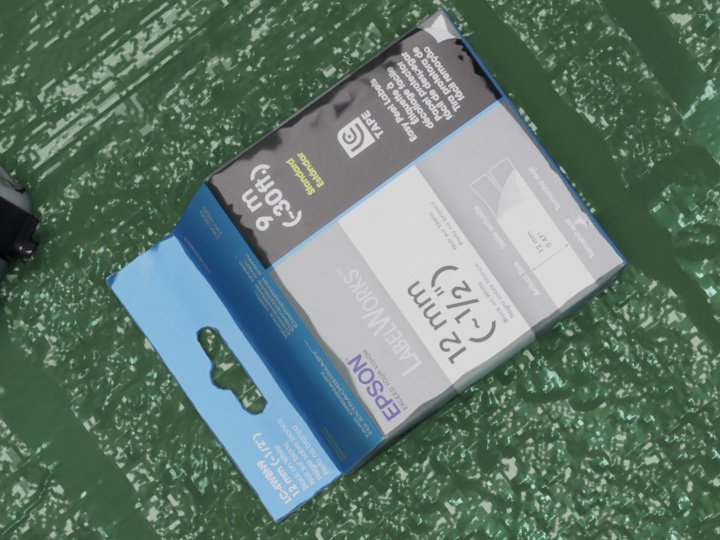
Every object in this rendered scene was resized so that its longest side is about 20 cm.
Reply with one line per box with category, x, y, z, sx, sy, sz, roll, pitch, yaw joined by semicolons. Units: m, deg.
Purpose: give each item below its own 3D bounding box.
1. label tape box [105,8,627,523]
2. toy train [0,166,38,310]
label tape box;0.000;0.000;1.040;0.199;0.066;0.144;-36;84;-2
toy train;-0.231;0.024;1.047;0.114;0.085;0.201;30;86;-7
